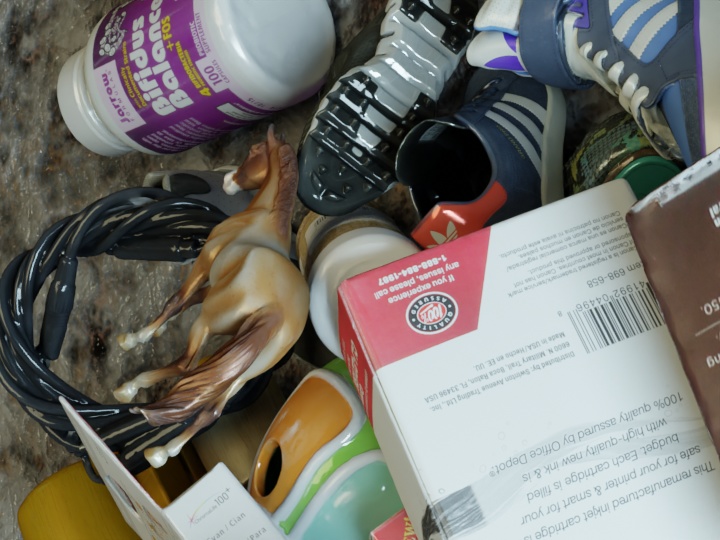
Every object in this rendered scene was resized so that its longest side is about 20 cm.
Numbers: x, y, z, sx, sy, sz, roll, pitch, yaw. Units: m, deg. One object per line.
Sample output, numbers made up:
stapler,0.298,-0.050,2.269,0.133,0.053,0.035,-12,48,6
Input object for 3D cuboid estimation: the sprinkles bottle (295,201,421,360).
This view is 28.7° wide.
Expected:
sprinkles bottle,0.000,0.000,0.795,0.200,0.067,0.069,-116,39,-80

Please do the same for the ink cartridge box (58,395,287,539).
ink cartridge box,-0.079,0.155,0.775,0.045,0.201,0.176,-38,67,-17

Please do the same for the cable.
cable,-0.135,0.030,0.890,0.199,0.051,0.164,-34,88,12

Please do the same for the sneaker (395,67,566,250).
sneaker,0.061,-0.069,0.767,0.075,0.084,0.201,-49,23,31

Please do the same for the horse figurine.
horse figurine,-0.069,0.016,0.708,0.132,0.050,0.200,-41,22,12

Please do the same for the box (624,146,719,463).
box,0.242,0.019,0.556,0.165,0.199,0.166,-34,64,35

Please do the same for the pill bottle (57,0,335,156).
pill bottle,-0.121,-0.145,0.979,0.199,0.112,0.114,-17,75,41

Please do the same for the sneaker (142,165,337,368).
sneaker,-0.085,-0.002,0.928,0.200,0.115,0.075,45,116,37

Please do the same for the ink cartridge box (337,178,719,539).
ink cartridge box,0.091,0.082,0.616,0.084,0.143,0.201,89,159,-64

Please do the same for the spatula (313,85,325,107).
spatula,0.025,-0.064,0.893,0.199,0.020,0.057,34,115,39

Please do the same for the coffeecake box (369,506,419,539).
coffeecake box,0.122,0.166,0.663,0.153,0.073,0.200,-34,68,-14

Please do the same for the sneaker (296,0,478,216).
sneaker,0.006,-0.095,0.839,0.090,0.066,0.201,-40,18,51

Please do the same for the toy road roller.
toy road roller,-0.134,0.158,0.939,0.200,0.145,0.123,-52,55,27

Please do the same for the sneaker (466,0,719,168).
sneaker,0.126,-0.103,0.721,0.145,0.081,0.202,-14,54,23

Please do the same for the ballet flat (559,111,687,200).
ballet flat,0.108,-0.007,0.790,0.200,0.074,0.075,-50,55,26

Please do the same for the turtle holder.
turtle holder,0.013,0.135,0.795,0.131,0.186,0.141,-37,47,-17
